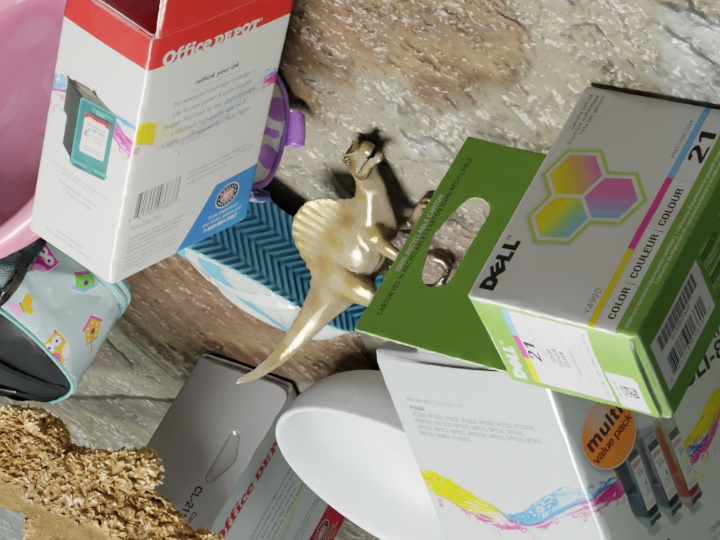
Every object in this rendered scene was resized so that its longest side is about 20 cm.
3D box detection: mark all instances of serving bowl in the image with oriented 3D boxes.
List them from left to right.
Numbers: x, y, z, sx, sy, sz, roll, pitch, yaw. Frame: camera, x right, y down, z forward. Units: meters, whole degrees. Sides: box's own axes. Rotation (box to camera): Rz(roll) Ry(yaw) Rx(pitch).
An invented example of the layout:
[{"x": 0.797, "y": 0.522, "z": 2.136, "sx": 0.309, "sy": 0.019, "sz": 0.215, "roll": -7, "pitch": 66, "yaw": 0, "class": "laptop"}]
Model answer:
[{"x": 0.043, "y": 0.128, "z": 1.942, "sx": 0.199, "sy": 0.066, "sz": 0.200, "roll": 24, "pitch": 154, "yaw": 12, "class": "serving bowl"}]

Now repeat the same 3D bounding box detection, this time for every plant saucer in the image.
[{"x": -0.206, "y": -0.094, "z": 1.657, "sx": 0.200, "sy": 0.202, "sz": 0.051, "roll": 6, "pitch": 166, "yaw": 42, "class": "plant saucer"}]

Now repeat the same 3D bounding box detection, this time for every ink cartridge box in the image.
[{"x": -0.104, "y": -0.106, "z": 1.532, "sx": 0.067, "sy": 0.116, "sz": 0.201, "roll": 33, "pitch": 128, "yaw": 26, "class": "ink cartridge box"}, {"x": -0.094, "y": 0.178, "z": 2.093, "sx": 0.082, "sy": 0.146, "sz": 0.200, "roll": 19, "pitch": 153, "yaw": 24, "class": "ink cartridge box"}, {"x": 0.098, "y": -0.020, "z": 1.500, "sx": 0.199, "sy": 0.148, "sz": 0.076, "roll": 14, "pitch": 150, "yaw": 32, "class": "ink cartridge box"}, {"x": 0.131, "y": 0.099, "z": 1.614, "sx": 0.144, "sy": 0.145, "sz": 0.201, "roll": 4, "pitch": 123, "yaw": 50, "class": "ink cartridge box"}]

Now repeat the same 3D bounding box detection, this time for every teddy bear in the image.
[{"x": -0.179, "y": 0.161, "z": 1.956, "sx": 0.199, "sy": 0.067, "sz": 0.145, "roll": 24, "pitch": 144, "yaw": 10, "class": "teddy bear"}]

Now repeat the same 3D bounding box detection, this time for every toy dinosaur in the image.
[{"x": 0.000, "y": 0.000, "z": 1.729, "sx": 0.101, "sy": 0.058, "sz": 0.201, "roll": 27, "pitch": 125, "yaw": 3, "class": "toy dinosaur"}]

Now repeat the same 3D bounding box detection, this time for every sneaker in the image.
[{"x": -0.083, "y": -0.021, "z": 1.792, "sx": 0.200, "sy": 0.077, "sz": 0.081, "roll": 38, "pitch": 156, "yaw": -13, "class": "sneaker"}]

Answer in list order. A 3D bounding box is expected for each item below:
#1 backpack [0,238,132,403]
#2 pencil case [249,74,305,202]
[{"x": -0.252, "y": -0.007, "z": 1.908, "sx": 0.200, "sy": 0.154, "sz": 0.175, "roll": 48, "pitch": 151, "yaw": -22, "class": "backpack"}, {"x": -0.130, "y": -0.098, "z": 1.698, "sx": 0.199, "sy": 0.085, "sz": 0.085, "roll": 13, "pitch": -165, "yaw": 34, "class": "pencil case"}]
